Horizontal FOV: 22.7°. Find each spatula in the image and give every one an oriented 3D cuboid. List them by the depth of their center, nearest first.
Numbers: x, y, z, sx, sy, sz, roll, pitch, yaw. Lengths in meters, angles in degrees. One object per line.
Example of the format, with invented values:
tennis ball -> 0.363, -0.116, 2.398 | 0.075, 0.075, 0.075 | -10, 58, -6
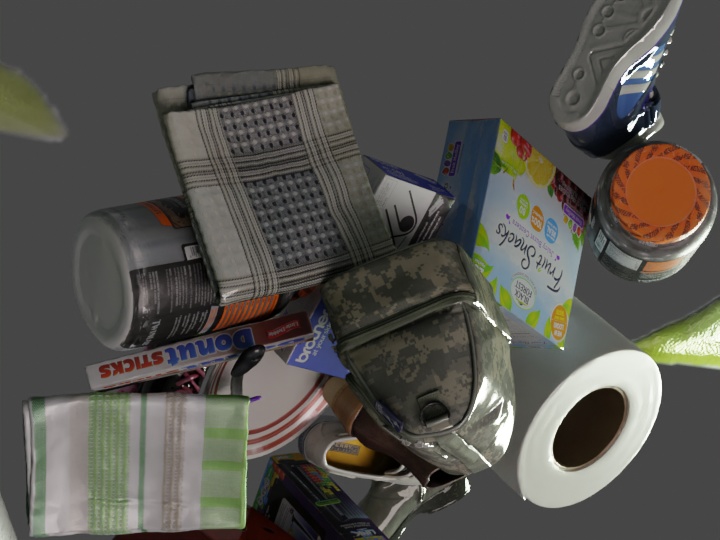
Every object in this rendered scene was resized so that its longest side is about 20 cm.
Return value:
spatula -> -0.108, 0.100, 1.597 | 0.056, 0.021, 0.200 | -19, 162, -18

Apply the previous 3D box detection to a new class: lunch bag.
lunch bag -> 0.062, 0.084, 1.554 | 0.139, 0.169, 0.200 | -23, 159, 8

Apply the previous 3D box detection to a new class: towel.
towel -> -0.070, -0.081, 1.534 | 0.192, 0.201, 0.035 | -12, 167, -34
towel -> -0.199, 0.175, 1.593 | 0.198, 0.031, 0.150 | 0, 121, -7

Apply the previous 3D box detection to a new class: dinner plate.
dinner plate -> -0.081, 0.097, 1.743 | 0.200, 0.024, 0.201 | -31, 141, -29

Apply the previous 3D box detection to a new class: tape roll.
tape roll -> 0.207, 0.135, 1.940 | 0.202, 0.139, 0.204 | -22, 132, -26

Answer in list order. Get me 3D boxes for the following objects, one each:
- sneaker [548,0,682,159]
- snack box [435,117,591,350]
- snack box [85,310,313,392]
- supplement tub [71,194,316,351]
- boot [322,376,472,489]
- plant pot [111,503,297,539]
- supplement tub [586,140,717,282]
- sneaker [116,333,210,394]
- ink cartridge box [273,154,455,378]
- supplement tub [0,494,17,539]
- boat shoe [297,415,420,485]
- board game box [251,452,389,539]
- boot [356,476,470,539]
sneaker -> 0.276, -0.205, 1.805 | 0.201, 0.080, 0.146 | -57, 147, 3
snack box -> 0.144, -0.032, 1.761 | 0.200, 0.067, 0.170 | 34, 64, -49
snack box -> -0.140, 0.072, 1.577 | 0.198, 0.024, 0.072 | -14, 173, -3
supplement tub -> -0.140, -0.006, 1.559 | 0.199, 0.122, 0.123 | -12, 126, -34
boot -> 0.075, 0.149, 1.808 | 0.199, 0.166, 0.073 | -15, 132, -45
plant pot -> -0.150, 0.329, 1.755 | 0.199, 0.200, 0.177 | 15, 100, -45
supplement tub -> 0.296, -0.061, 1.825 | 0.123, 0.123, 0.200 | -44, 171, -5
sneaker -> -0.171, 0.113, 1.641 | 0.079, 0.095, 0.201 | 25, 101, -44
ink cartridge box -> 0.000, 0.000, 1.653 | 0.094, 0.044, 0.201 | 17, 108, -41
supplement tub -> -0.366, 0.224, 1.532 | 0.131, 0.132, 0.201 | -29, 134, -20
boat shoe -> 0.037, 0.190, 1.845 | 0.199, 0.070, 0.071 | 11, 100, -27
board game box -> -0.059, 0.315, 1.829 | 0.056, 0.165, 0.201 | 0, 120, -41
boot -> 0.021, 0.220, 1.918 | 0.199, 0.068, 0.131 | -32, 123, -18
